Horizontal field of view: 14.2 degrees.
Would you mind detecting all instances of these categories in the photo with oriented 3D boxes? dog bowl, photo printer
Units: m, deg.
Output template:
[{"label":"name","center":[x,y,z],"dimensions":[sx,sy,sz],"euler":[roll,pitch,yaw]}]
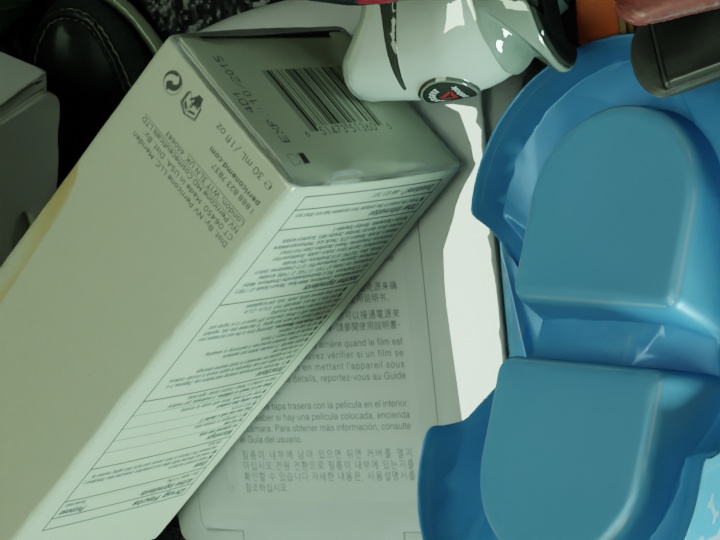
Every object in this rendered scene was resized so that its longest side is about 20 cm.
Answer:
[{"label":"dog bowl","center":[0.086,0.025,0.949],"dimensions":[0.111,0.050,0.201],"euler":[4,79,40]},{"label":"photo printer","center":[0.000,0.000,1.049],"dimensions":[0.166,0.069,0.201],"euler":[-4,95,34]}]

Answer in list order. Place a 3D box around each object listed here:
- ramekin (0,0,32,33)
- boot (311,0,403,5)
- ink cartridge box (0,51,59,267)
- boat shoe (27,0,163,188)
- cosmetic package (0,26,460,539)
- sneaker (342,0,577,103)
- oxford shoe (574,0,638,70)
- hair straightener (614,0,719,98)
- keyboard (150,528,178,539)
[{"label":"ramekin","center":[-0.206,-0.168,1.141],"dimensions":[0.200,0.098,0.201],"euler":[6,101,32]},{"label":"boot","center":[-0.024,-0.160,0.890],"dimensions":[0.199,0.073,0.151],"euler":[0,83,24]},{"label":"ink cartridge box","center":[-0.217,-0.030,1.070],"dimensions":[0.200,0.083,0.147],"euler":[23,130,22]},{"label":"boat shoe","center":[-0.102,-0.009,1.116],"dimensions":[0.074,0.066,0.200],"euler":[-3,96,33]},{"label":"cosmetic package","center":[-0.068,0.012,0.992],"dimensions":[0.071,0.105,0.200],"euler":[50,119,19]},{"label":"sneaker","center":[0.012,-0.149,0.974],"dimensions":[0.088,0.074,0.201],"euler":[-16,63,21]},{"label":"oxford shoe","center":[0.106,-0.136,0.918],"dimensions":[0.072,0.200,0.071],"euler":[11,59,16]},{"label":"hair straightener","center":[0.179,-0.094,0.905],"dimensions":[0.199,0.077,0.041],"euler":[-18,48,3]},{"label":"keyboard","center":[-0.103,0.174,1.143],"dimensions":[0.127,0.021,0.200],"euler":[37,131,8]}]
